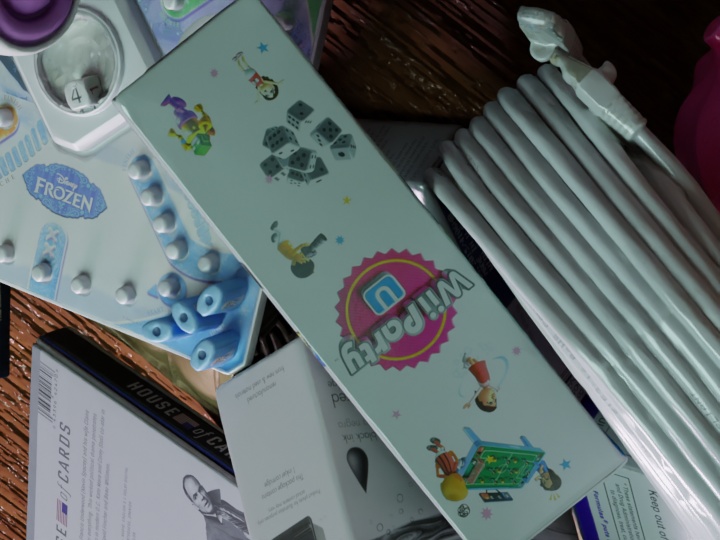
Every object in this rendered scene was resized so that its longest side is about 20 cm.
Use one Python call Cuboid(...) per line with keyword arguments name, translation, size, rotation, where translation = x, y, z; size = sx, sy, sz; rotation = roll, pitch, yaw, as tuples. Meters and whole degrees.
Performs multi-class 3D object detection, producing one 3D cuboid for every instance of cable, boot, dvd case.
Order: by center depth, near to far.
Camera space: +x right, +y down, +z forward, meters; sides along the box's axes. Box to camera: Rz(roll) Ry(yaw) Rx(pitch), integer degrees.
Cuboid(name="cable", translation=(0.102, 0.023, 0.996), size=(0.200, 0.069, 0.200), rotation=(55, -179, 18))
Cuboid(name="boot", translation=(-0.105, -0.011, 1.249), size=(0.200, 0.066, 0.175), rotation=(38, 155, 17))
Cuboid(name="dvd case", translation=(-0.075, 0.132, 1.276), size=(0.200, 0.025, 0.151), rotation=(32, 130, 36))

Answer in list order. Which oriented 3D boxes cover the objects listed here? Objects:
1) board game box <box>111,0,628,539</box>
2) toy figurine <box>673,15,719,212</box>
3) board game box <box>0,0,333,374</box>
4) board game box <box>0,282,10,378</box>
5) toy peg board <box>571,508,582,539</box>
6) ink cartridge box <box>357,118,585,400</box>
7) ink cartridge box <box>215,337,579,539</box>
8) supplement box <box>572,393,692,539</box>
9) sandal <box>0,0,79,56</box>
Cuboid(name="board game box", translation=(0.000, 0.000, 1.031), size=(0.200, 0.064, 0.148), rotation=(52, 180, -5))
Cuboid(name="toy figurine", translation=(0.191, -0.019, 0.978), size=(0.184, 0.150, 0.200), rotation=(39, 172, 24))
Cuboid(name="board game box", translation=(-0.111, -0.082, 1.156), size=(0.200, 0.026, 0.201), rotation=(21, 107, 26))
Cuboid(name="board game box", translation=(-0.203, -0.061, 1.265), size=(0.135, 0.035, 0.201), rotation=(11, 103, 43))
Cuboid(name="toy peg board", translation=(0.049, 0.163, 1.310), size=(0.199, 0.098, 0.200), rotation=(4, 150, 46))
Cuboid(name="ink cartridge box", translation=(-0.005, 0.015, 1.274), size=(0.200, 0.041, 0.200), rotation=(7, 138, 41))
Cuboid(name="ink cartridge box", translation=(0.028, 0.126, 1.144), size=(0.067, 0.116, 0.201), rotation=(-32, 68, 47))
Cuboid(name="supplement box", translation=(0.190, 0.088, 1.112), size=(0.200, 0.101, 0.104), rotation=(15, 143, 33))
Cuboid(name="sandal", translation=(-0.125, -0.176, 1.081), size=(0.050, 0.082, 0.203), rotation=(13, 124, 37))
